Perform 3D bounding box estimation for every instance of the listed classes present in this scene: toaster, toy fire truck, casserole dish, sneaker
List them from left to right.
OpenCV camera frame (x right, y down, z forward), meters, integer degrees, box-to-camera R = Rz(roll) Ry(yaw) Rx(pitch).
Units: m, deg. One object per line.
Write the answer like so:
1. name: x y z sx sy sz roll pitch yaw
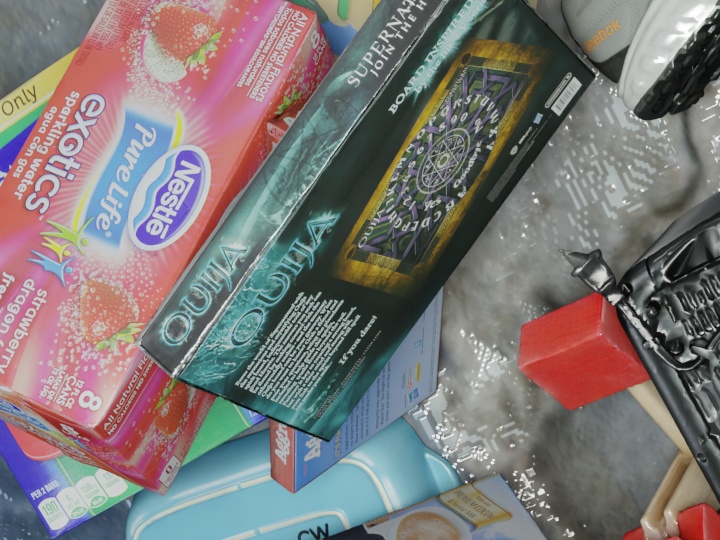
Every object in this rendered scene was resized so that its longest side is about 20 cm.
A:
1. casserole dish: -0.039 0.145 0.963 0.199 0.039 0.122 -19 97 21
2. toy fire truck: 0.150 0.113 0.855 0.049 0.142 0.200 -26 134 34
3. sneaker: 0.159 -0.163 0.801 0.079 0.074 0.201 45 110 22
4. toaster: 0.219 0.026 0.801 0.180 0.119 0.201 -29 93 22

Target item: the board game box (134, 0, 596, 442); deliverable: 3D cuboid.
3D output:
1. board game box: 0.007 -0.029 0.765 0.028 0.135 0.201 38 94 31

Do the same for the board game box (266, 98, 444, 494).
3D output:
1. board game box: 0.000 0.000 0.842 0.019 0.103 0.201 31 136 31

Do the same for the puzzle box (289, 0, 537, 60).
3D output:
1. puzzle box: -0.015 -0.152 0.820 0.198 0.025 0.134 17 128 14

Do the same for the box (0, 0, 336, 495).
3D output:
1. box: -0.090 -0.020 0.802 0.095 0.100 0.201 22 74 19

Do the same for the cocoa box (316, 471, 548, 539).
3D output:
1. cocoa box: 0.048 0.201 0.834 0.130 0.200 0.134 -21 108 -5

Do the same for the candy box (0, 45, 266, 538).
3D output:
1. candy box: -0.130 0.004 0.937 0.168 0.077 0.201 -30 91 23
